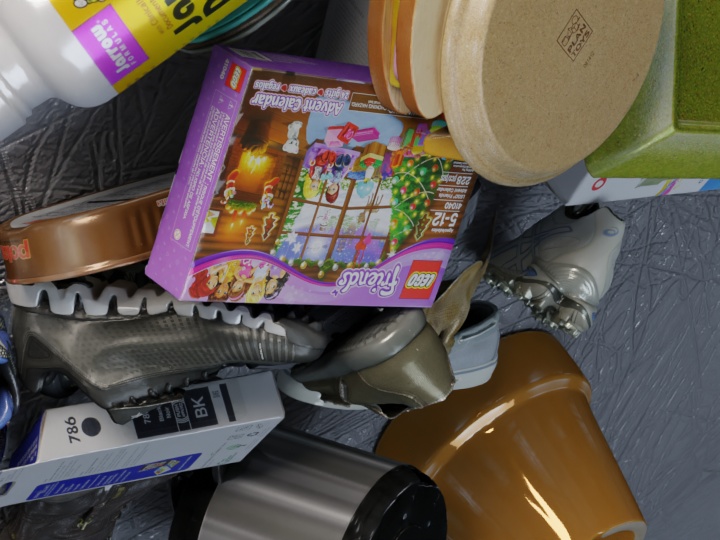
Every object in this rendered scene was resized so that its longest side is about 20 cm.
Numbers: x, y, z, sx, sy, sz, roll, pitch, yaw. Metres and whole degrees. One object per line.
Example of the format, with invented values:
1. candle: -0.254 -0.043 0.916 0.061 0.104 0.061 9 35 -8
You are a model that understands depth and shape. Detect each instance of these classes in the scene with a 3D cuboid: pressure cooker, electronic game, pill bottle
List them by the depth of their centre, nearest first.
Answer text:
1. pill bottle: -0.120 -0.150 0.981 0.200 0.104 0.104 -37 152 -1
2. electronic game: 0.000 0.000 1.338 0.200 0.042 0.200 -38 -176 3
3. pressure cooker: -0.054 0.210 1.517 0.179 0.200 0.176 4 101 -64

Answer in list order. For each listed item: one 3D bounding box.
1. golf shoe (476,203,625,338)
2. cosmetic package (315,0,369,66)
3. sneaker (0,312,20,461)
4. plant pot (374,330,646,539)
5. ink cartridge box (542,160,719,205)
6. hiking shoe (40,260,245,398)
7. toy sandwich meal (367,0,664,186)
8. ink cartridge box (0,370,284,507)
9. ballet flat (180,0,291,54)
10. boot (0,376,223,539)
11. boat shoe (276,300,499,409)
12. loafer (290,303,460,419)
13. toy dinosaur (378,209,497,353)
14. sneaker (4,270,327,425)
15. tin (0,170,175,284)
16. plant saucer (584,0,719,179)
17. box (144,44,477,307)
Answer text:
1. golf shoe: 0.149 -0.009 1.476 0.097 0.078 0.200 -56 -167 -2
2. cosmetic package: 0.036 -0.146 1.204 0.102 0.074 0.200 -21 149 -27
3. sneaker: -0.245 0.079 1.215 0.075 0.078 0.200 -25 150 -20
4. plant pot: 0.142 0.186 1.711 0.200 0.183 0.200 -28 151 -17
5. ink cartridge box: 0.222 -0.129 1.431 0.200 0.085 0.145 -7 140 -42
6. hiking shoe: -0.118 0.027 1.257 0.200 0.101 0.076 -37 150 -2
7. toy sandwich meal: 0.090 -0.139 1.118 0.205 0.070 0.205 -24 125 -39
8. ink cartridge box: -0.158 0.112 1.304 0.200 0.039 0.099 -10 162 -27
9. ballet flat: -0.027 -0.190 1.073 0.200 0.067 0.064 -47 156 19
10. boot: -0.181 0.158 1.440 0.200 0.069 0.174 -15 151 -28
11. boat shoe: 0.024 0.055 1.517 0.201 0.070 0.072 -7 117 -37
12. loafer: 0.010 0.068 1.295 0.075 0.070 0.200 -39 -175 -12
13. toy dinosaur: 0.061 0.026 1.437 0.101 0.058 0.200 -56 168 28
14. sneaker: -0.119 0.050 1.200 0.066 0.200 0.091 -41 137 -80
15. tin: -0.118 -0.034 1.172 0.200 0.042 0.112 -18 -174 -33
16. plant saucer: 0.230 -0.159 1.298 0.200 0.048 0.200 -2 95 -43
17. box: -0.017 -0.049 1.137 0.200 0.039 0.137 2 113 -44
